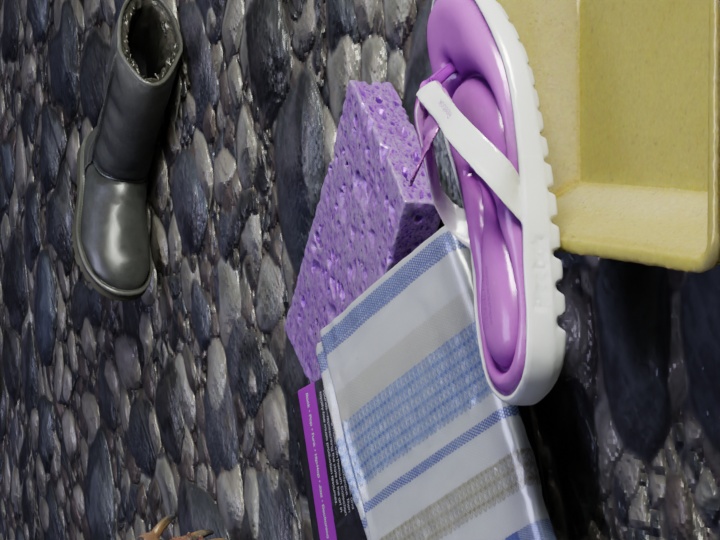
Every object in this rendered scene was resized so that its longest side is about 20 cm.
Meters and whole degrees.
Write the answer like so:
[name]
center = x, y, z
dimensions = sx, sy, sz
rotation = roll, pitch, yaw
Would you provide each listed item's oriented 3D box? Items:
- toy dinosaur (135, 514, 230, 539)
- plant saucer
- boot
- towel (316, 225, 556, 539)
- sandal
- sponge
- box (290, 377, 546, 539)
[toy dinosaur]
center = -0.135, 0.248, 1.467
dimensions = 0.200, 0.085, 0.137
rotation = 162, 116, -85
[plant saucer]
center = 0.115, -0.107, 0.810
dimensions = 0.200, 0.048, 0.202
rotation = -168, 77, -68
[boot]
center = -0.184, -0.098, 1.585
dimensions = 0.200, 0.072, 0.183
rotation = -51, 47, 50
[towel]
center = 0.039, 0.093, 0.967
dimensions = 0.147, 0.024, 0.202
rotation = -43, 56, 48
[sandal]
center = 0.049, -0.041, 0.856
dimensions = 0.083, 0.049, 0.205
rotation = 126, 137, -58
[sponge]
center = 0.000, 0.000, 1.147
dimensions = 0.112, 0.030, 0.201
rotation = -113, 30, -43
[box]
center = 0.029, 0.111, 1.041
dimensions = 0.200, 0.036, 0.144
rotation = -33, 62, 58
